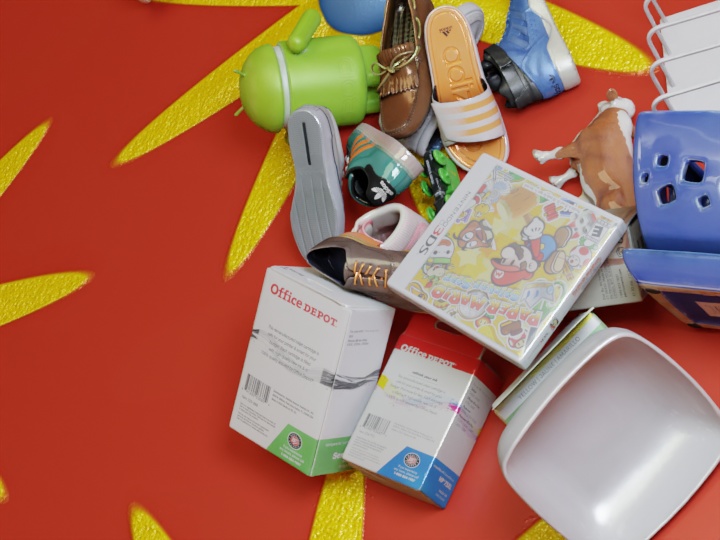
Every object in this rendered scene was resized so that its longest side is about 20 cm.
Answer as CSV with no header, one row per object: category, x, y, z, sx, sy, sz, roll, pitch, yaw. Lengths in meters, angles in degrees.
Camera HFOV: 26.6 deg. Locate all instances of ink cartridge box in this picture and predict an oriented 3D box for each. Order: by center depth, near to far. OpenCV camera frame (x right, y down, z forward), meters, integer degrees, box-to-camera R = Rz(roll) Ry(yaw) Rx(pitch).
ink cartridge box,0.198,0.105,1.565,0.048,0.200,0.146,44,91,4
ink cartridge box,0.078,0.147,1.696,0.116,0.067,0.201,17,74,38
ink cartridge box,-0.055,0.111,1.739,0.145,0.084,0.202,26,108,40

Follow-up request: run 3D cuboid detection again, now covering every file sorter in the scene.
file sorter,0.390,-0.249,1.690,0.138,0.125,0.201,-14,56,25

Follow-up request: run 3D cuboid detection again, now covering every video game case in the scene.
video game case,0.149,-0.015,1.588,0.199,0.023,0.183,30,80,39

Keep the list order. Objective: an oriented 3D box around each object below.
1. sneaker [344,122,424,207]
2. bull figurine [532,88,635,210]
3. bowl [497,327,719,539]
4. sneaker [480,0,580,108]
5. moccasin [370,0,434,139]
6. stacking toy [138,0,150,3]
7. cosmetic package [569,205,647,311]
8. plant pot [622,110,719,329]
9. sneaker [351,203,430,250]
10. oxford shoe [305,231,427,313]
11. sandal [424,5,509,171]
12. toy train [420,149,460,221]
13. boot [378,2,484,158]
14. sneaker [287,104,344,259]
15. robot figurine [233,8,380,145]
sneaker,0.009,-0.124,1.855,0.080,0.071,0.200,-45,17,-4
bull figurine,0.268,-0.111,1.728,0.121,0.065,0.201,-24,52,23
bowl,0.243,0.165,1.512,0.200,0.200,0.075,-47,23,3
sneaker,0.185,-0.284,1.873,0.111,0.077,0.201,-24,59,7
moccasin,0.051,-0.256,1.859,0.073,0.078,0.203,-4,69,37
stacking toy,-0.266,-0.496,2.279,0.198,0.147,0.147,-19,53,1
cosmetic package,0.211,-0.007,1.645,0.198,0.103,0.088,-10,102,24
plant pot,0.384,-0.041,1.531,0.199,0.200,0.181,5,73,35
sneaker,0.000,0.000,1.810,0.200,0.105,0.075,-44,52,4
oxford shoe,0.022,0.009,1.694,0.199,0.073,0.072,16,109,43
sandal,0.116,-0.212,1.819,0.079,0.059,0.208,-17,96,13
toy train,0.108,-0.059,1.805,0.042,0.056,0.201,-33,50,26
boot,0.114,-0.232,1.902,0.095,0.073,0.201,37,95,35
sneaker,-0.044,-0.108,1.893,0.072,0.071,0.202,5,105,26
robot figurine,-0.065,-0.238,1.950,0.198,0.176,0.116,-8,47,-12
